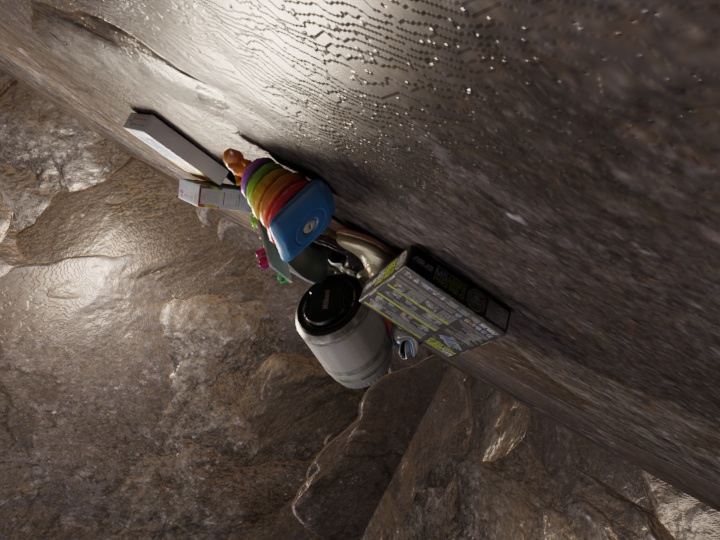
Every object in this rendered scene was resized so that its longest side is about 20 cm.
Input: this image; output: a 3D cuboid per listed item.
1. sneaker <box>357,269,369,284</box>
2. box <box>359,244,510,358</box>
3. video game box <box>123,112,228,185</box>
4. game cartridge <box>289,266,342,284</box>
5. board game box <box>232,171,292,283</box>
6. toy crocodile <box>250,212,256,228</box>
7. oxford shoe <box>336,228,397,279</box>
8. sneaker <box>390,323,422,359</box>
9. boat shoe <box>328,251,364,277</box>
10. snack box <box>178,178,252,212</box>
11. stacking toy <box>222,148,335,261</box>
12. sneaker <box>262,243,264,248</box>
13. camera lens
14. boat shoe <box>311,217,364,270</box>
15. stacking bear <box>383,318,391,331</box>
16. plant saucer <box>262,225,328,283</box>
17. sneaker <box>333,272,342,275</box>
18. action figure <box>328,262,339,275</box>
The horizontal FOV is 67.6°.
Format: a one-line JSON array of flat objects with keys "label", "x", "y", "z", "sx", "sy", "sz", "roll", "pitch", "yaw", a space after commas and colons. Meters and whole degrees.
[{"label": "sneaker", "x": 0.070, "y": 0.059, "z": 1.056, "sx": 0.196, "sy": 0.091, "sz": 0.074, "roll": 22, "pitch": -152, "yaw": 34}, {"label": "box", "x": 0.116, "y": 0.057, "z": 0.866, "sx": 0.197, "sy": 0.045, "sz": 0.160, "roll": 33, "pitch": 148, "yaw": -12}, {"label": "video game box", "x": -0.411, "y": -0.270, "z": 1.195, "sx": 0.199, "sy": 0.048, "sz": 0.181, "roll": 36, "pitch": 175, "yaw": -38}, {"label": "game cartridge", "x": -0.125, "y": -0.015, "z": 1.345, "sx": 0.197, "sy": 0.041, "sz": 0.135, "roll": 28, "pitch": -156, "yaw": -23}, {"label": "board game box", "x": -0.191, "y": -0.083, "z": 1.064, "sx": 0.200, "sy": 0.025, "sz": 0.206, "roll": 72, "pitch": 180, "yaw": -80}, {"label": "toy crocodile", "x": -0.231, "y": -0.131, "z": 1.366, "sx": 0.065, "sy": 0.064, "sz": 0.200, "roll": -13, "pitch": 165, "yaw": 7}, {"label": "oxford shoe", "x": 0.034, "y": -0.004, "z": 0.942, "sx": 0.197, "sy": 0.075, "sz": 0.071, "roll": 31, "pitch": 174, "yaw": 3}, {"label": "sneaker", "x": 0.116, "y": 0.121, "z": 1.163, "sx": 0.079, "sy": 0.150, "sz": 0.200, "roll": 18, "pitch": 168, "yaw": 23}, {"label": "boat shoe", "x": 0.000, "y": 0.000, "z": 1.161, "sx": 0.090, "sy": 0.072, "sz": 0.198, "roll": 33, "pitch": 176, "yaw": -39}, {"label": "snack box", "x": -0.338, "y": -0.179, "z": 1.272, "sx": 0.139, "sy": 0.055, "sz": 0.198, "roll": 4, "pitch": -169, "yaw": -33}, {"label": "stacking toy", "x": -0.139, "y": -0.123, "z": 0.808, "sx": 0.199, "sy": 0.110, "sz": 0.117, "roll": 41, "pitch": 163, "yaw": 22}, {"label": "sneaker", "x": -0.181, "y": -0.084, "z": 1.466, "sx": 0.196, "sy": 0.080, "sz": 0.072, "roll": 1, "pitch": 123, "yaw": 41}, {"label": "camera lens", "x": -0.030, "y": 0.122, "z": 1.087, "sx": 0.158, "sy": 0.160, "sz": 0.202, "roll": 25, "pitch": 154, "yaw": 42}, {"label": "boat shoe", "x": -0.016, "y": -0.033, "z": 1.009, "sx": 0.197, "sy": 0.066, "sz": 0.072, "roll": 33, "pitch": 172, "yaw": -17}, {"label": "stacking bear", "x": 0.020, "y": 0.063, "z": 1.291, "sx": 0.118, "sy": 0.116, "sz": 0.202, "roll": -2, "pitch": -144, "yaw": -21}, {"label": "plant saucer", "x": -0.116, "y": -0.073, "z": 1.038, "sx": 0.202, "sy": 0.038, "sz": 0.203, "roll": 49, "pitch": -161, "yaw": -23}, {"label": "sneaker", "x": -0.060, "y": 0.076, "z": 1.256, "sx": 0.201, "sy": 0.072, "sz": 0.087, "roll": 85, "pitch": 165, "yaw": -73}, {"label": "action figure", "x": -0.132, "y": -0.083, "z": 1.243, "sx": 0.194, "sy": 0.103, "sz": 0.202, "roll": 47, "pitch": -168, "yaw": -47}]
